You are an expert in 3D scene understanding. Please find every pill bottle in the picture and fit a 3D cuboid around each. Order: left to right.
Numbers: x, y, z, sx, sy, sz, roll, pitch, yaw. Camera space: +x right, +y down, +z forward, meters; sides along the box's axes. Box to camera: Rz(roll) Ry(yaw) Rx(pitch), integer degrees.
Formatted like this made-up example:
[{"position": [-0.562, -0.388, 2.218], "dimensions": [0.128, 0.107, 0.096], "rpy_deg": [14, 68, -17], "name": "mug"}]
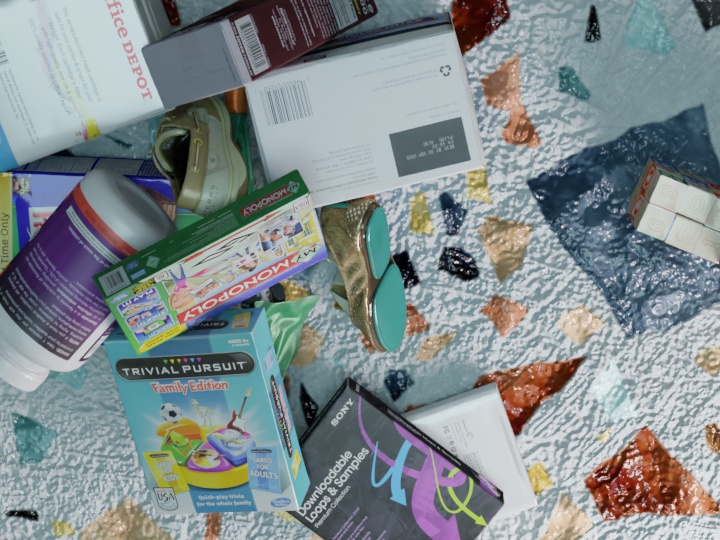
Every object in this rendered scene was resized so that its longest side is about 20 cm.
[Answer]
[{"position": [-0.262, 0.012, 1.655], "dimensions": [0.112, 0.113, 0.200], "rpy_deg": [42, 101, -9], "name": "pill bottle"}]

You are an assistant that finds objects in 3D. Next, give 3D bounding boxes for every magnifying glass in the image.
[{"position": [-0.118, -0.127, 1.723], "dimensions": [0.022, 0.080, 0.202], "rpy_deg": [3, 94, 17], "name": "magnifying glass"}]

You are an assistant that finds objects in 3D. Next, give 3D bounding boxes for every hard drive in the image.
[{"position": [0.063, 0.206, 1.822], "dimensions": [0.198, 0.026, 0.133], "rpy_deg": [-19, 103, 6], "name": "hard drive"}]

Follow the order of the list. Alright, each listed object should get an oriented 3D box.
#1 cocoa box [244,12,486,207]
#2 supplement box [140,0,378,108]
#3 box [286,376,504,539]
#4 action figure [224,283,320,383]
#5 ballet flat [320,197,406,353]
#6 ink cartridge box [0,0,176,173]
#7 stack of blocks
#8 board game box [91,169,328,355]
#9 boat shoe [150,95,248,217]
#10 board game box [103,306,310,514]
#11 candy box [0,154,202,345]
[{"position": [0.004, -0.147, 1.679], "dimensions": [0.198, 0.131, 0.135], "rpy_deg": [-13, 105, 4], "name": "cocoa box"}, {"position": [-0.087, -0.214, 1.618], "dimensions": [0.108, 0.200, 0.061], "rpy_deg": [-10, 107, 41], "name": "supplement box"}, {"position": [0.023, 0.221, 1.794], "dimensions": [0.199, 0.036, 0.143], "rpy_deg": [37, 102, -6], "name": "box"}, {"position": [-0.116, 0.107, 1.776], "dimensions": [0.117, 0.055, 0.202], "rpy_deg": [-2, 122, -33], "name": "action figure"}, {"position": [0.000, 0.000, 1.729], "dimensions": [0.065, 0.071, 0.201], "rpy_deg": [15, 141, 22], "name": "ballet flat"}, {"position": [-0.276, -0.194, 1.664], "dimensions": [0.198, 0.146, 0.148], "rpy_deg": [-19, 103, 6], "name": "ink cartridge box"}, {"position": [0.357, -0.033, 1.712], "dimensions": [0.198, 0.115, 0.059], "rpy_deg": [22, 103, -4], "name": "stack of blocks"}, {"position": [-0.129, -0.005, 1.610], "dimensions": [0.199, 0.135, 0.029], "rpy_deg": [-28, 65, -5], "name": "board game box"}, {"position": [-0.155, -0.112, 1.655], "dimensions": [0.066, 0.200, 0.075], "rpy_deg": [10, 115, -24], "name": "boat shoe"}, {"position": [-0.144, 0.136, 1.723], "dimensions": [0.149, 0.047, 0.202], "rpy_deg": [-4, 119, 17], "name": "board game box"}, {"position": [-0.244, -0.019, 1.744], "dimensions": [0.198, 0.077, 0.171], "rpy_deg": [2, 105, 2], "name": "candy box"}]
